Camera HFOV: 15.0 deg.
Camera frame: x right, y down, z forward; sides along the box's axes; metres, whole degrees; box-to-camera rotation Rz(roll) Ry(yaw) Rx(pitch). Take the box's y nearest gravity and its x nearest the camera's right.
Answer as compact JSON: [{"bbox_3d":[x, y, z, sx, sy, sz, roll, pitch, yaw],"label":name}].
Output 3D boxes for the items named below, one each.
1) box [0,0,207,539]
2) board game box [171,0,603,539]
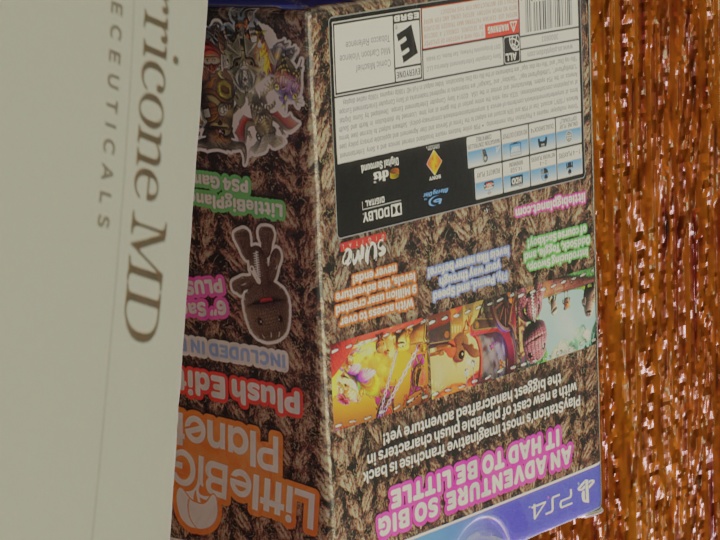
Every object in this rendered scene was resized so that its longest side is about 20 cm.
[{"bbox_3d":[-0.164,-0.005,0.641,0.171,0.199,0.200,20,69,-52],"label":"box"},{"bbox_3d":[0.000,0.000,0.948,0.159,0.096,0.201,-14,105,-50],"label":"board game box"}]
